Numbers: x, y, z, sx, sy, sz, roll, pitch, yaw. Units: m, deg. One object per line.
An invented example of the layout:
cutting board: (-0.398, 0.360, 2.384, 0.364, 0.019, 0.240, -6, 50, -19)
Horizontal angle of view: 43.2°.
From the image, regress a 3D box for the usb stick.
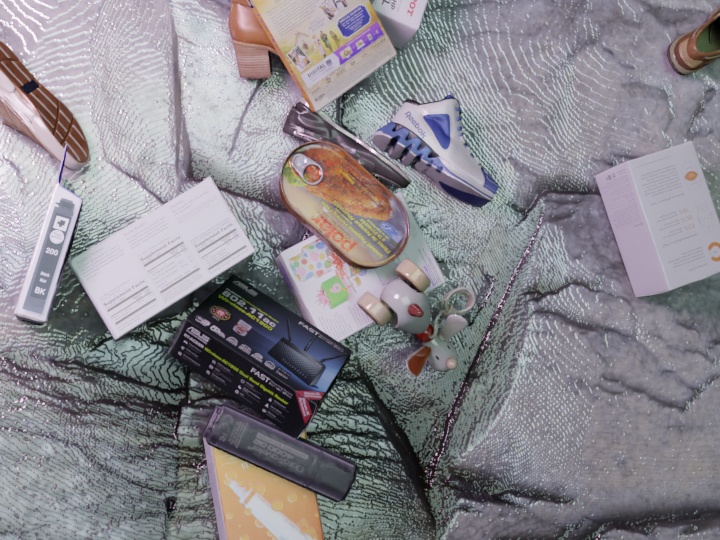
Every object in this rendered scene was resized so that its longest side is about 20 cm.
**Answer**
usb stick: (-0.097, 0.225, 1.119, 0.198, 0.033, 0.056, 27, 84, -11)

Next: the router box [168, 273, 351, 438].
router box: (-0.123, 0.105, 1.164, 0.199, 0.150, 0.062, 33, 116, 2)

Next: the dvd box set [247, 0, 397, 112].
dvd box set: (-0.056, -0.337, 1.217, 0.146, 0.029, 0.201, -38, 114, -11)

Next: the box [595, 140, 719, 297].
box: (0.462, -0.076, 1.386, 0.123, 0.097, 0.202, -17, 88, -16)

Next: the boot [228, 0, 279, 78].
boot: (-0.084, -0.353, 1.257, 0.197, 0.077, 0.157, -4, 115, -4)

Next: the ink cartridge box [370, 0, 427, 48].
ink cartridge box: (0.006, -0.434, 1.311, 0.198, 0.084, 0.146, 21, 79, -12)

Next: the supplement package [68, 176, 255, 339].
supplement package: (-0.254, -0.011, 1.156, 0.199, 0.156, 0.112, -33, 94, -16)

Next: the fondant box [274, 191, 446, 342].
fondant box: (0.000, 0.000, 1.274, 0.199, 0.058, 0.145, -28, 91, -17)

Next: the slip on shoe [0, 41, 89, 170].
slip on shoe: (-0.436, -0.206, 1.183, 0.060, 0.076, 0.200, -35, 104, 24)

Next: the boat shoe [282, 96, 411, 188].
boat shoe: (-0.020, -0.166, 1.290, 0.199, 0.067, 0.057, 36, 96, -3)

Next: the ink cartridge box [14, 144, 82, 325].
ink cartridge box: (-0.372, -0.035, 1.106, 0.043, 0.198, 0.202, 16, 81, -18)

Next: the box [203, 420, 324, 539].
box: (-0.124, 0.301, 1.178, 0.123, 0.097, 0.203, -10, 87, -16)

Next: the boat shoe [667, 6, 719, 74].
boat shoe: (0.585, -0.382, 1.458, 0.199, 0.074, 0.076, -37, 94, -15)

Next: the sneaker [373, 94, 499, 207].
sneaker: (0.128, -0.187, 1.318, 0.198, 0.081, 0.116, 32, 79, -8)

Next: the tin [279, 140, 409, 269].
tin: (-0.024, -0.086, 1.232, 0.200, 0.042, 0.112, 42, 70, -3)

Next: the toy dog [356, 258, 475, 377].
toy dog: (0.089, 0.075, 1.226, 0.199, 0.096, 0.133, 25, 100, -36)
